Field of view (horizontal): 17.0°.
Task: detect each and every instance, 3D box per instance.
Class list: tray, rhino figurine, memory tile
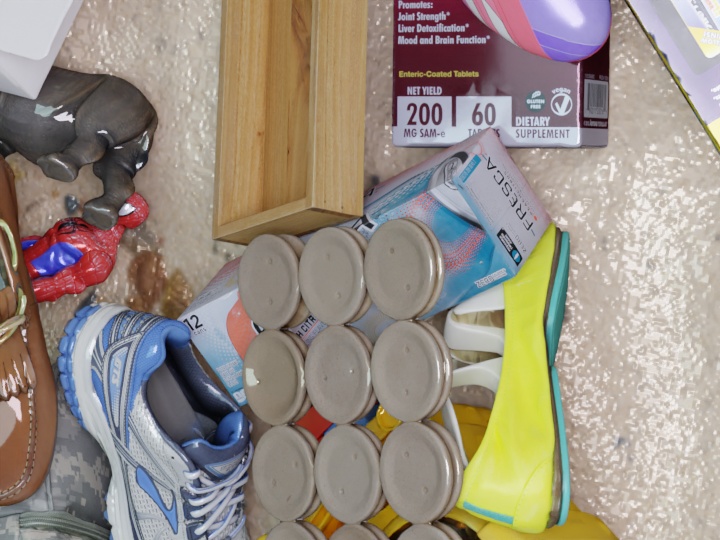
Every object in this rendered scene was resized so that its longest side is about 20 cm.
[{"bbox_3d":[-0.036,-0.120,1.294,0.099,0.037,0.201,-16,68,54],"label":"tray"},{"bbox_3d":[-0.207,-0.091,1.392,0.199,0.088,0.060,18,143,21],"label":"rhino figurine"},{"bbox_3d":[-0.005,0.077,1.212,0.153,0.017,0.201,-7,87,47],"label":"memory tile"}]

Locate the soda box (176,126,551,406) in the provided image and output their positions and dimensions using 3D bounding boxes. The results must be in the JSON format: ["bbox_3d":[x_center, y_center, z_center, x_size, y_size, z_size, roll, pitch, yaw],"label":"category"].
[{"bbox_3d":[0.000,0.000,1.288,0.200,0.068,0.064,-27,105,33],"label":"soda box"}]

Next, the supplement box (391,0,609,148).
[{"bbox_3d":[0.076,-0.165,1.283,0.108,0.061,0.201,1,92,21],"label":"supplement box"}]

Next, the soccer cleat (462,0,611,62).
[{"bbox_3d":[0.050,-0.185,1.219,0.067,0.076,0.200,-40,79,18],"label":"soccer cleat"}]

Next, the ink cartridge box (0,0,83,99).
[{"bbox_3d":[-0.219,-0.170,1.361,0.199,0.067,0.117,16,73,29],"label":"ink cartridge box"}]

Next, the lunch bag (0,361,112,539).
[{"bbox_3d":[-0.226,0.147,1.378,0.199,0.139,0.168,-14,71,19],"label":"lunch bag"}]

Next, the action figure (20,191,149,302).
[{"bbox_3d":[-0.209,0.011,1.384,0.200,0.065,0.052,-29,119,-1],"label":"action figure"}]

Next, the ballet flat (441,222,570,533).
[{"bbox_3d":[0.074,0.048,1.234,0.067,0.200,0.067,4,136,2],"label":"ballet flat"}]

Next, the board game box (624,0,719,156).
[{"bbox_3d":[0.224,-0.172,1.198,0.200,0.057,0.166,-31,89,7],"label":"board game box"}]

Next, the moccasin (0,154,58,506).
[{"bbox_3d":[-0.206,0.026,1.296,0.073,0.078,0.202,-6,79,11],"label":"moccasin"}]

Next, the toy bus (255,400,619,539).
[{"bbox_3d":[0.009,0.155,1.298,0.200,0.136,0.192,-50,62,19],"label":"toy bus"}]

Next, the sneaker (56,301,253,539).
[{"bbox_3d":[-0.096,0.111,1.324,0.085,0.077,0.200,-5,117,41],"label":"sneaker"}]
